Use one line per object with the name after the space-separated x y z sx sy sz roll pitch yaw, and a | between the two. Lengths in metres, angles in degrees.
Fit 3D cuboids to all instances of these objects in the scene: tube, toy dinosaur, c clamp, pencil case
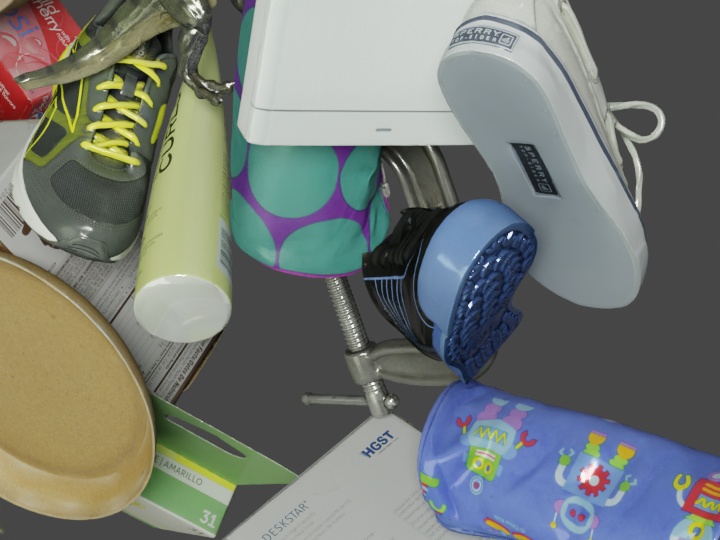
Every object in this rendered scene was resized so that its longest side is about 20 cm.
-0.095 -0.049 0.802 0.058 0.201 0.052 -26 131 23 | tube
-0.084 -0.143 0.772 0.200 0.047 0.088 -45 100 7 | toy dinosaur
0.000 0.000 0.837 0.170 0.027 0.201 2 115 41 | c clamp
-0.015 -0.101 0.727 0.085 0.092 0.201 49 139 44 | pencil case
0.121 0.122 0.761 0.199 0.087 0.078 16 158 37 | pencil case

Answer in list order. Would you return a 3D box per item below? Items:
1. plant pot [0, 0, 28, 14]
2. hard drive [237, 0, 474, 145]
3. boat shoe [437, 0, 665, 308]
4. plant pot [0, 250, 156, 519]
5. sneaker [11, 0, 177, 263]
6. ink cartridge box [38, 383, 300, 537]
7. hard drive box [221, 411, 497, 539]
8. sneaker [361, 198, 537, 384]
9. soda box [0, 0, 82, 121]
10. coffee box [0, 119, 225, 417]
-0.219 -0.252 0.828 0.200 0.093 0.202 18 123 31 | plant pot
0.024 -0.148 0.637 0.027 0.131 0.201 -121 36 -50 | hard drive
0.097 -0.066 0.677 0.074 0.086 0.202 7 149 34 | boat shoe
-0.205 0.065 0.874 0.199 0.028 0.201 14 128 19 | plant pot
-0.145 -0.092 0.813 0.074 0.201 0.085 17 131 -22 | sneaker
-0.144 0.129 0.964 0.145 0.048 0.200 33 159 -26 | ink cartridge box
0.039 0.191 0.827 0.200 0.156 0.077 33 134 24 | hard drive box
0.035 0.001 0.701 0.078 0.070 0.200 39 169 14 | sneaker
-0.253 -0.181 0.925 0.200 0.070 0.063 52 139 4 | soda box
-0.196 0.001 0.927 0.114 0.080 0.200 5 142 41 | coffee box
